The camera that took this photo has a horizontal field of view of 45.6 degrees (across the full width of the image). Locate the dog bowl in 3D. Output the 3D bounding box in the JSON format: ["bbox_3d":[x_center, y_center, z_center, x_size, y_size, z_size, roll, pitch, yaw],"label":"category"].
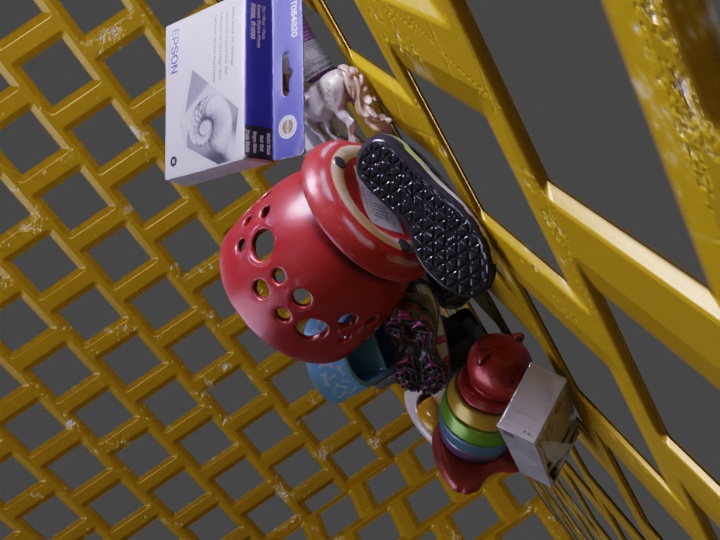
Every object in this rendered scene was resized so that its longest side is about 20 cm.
[{"bbox_3d":[0.000,0.093,1.088,0.200,0.049,0.112,-25,-84,-63],"label":"dog bowl"}]

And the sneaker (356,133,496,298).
[{"bbox_3d":[0.077,-0.065,0.866,0.200,0.072,0.083,55,-153,12],"label":"sneaker"}]

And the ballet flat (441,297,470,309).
[{"bbox_3d":[0.062,0.000,1.211,0.199,0.068,0.067,32,172,9],"label":"ballet flat"}]

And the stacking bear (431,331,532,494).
[{"bbox_3d":[0.157,0.160,1.054,0.114,0.121,0.201,51,146,36],"label":"stacking bear"}]

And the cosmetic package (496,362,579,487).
[{"bbox_3d":[0.212,0.185,1.000,0.050,0.083,0.200,22,163,27],"label":"cosmetic package"}]

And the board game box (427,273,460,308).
[{"bbox_3d":[0.071,-0.056,1.102,0.200,0.057,0.165,56,180,13],"label":"board game box"}]

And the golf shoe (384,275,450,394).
[{"bbox_3d":[0.078,0.080,1.065,0.201,0.072,0.092,80,-159,-50],"label":"golf shoe"}]

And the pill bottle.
[{"bbox_3d":[-0.094,-0.253,1.092,0.201,0.112,0.112,57,179,-9],"label":"pill bottle"}]

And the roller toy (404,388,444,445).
[{"bbox_3d":[0.169,0.222,1.404,0.182,0.140,0.200,34,-160,-18],"label":"roller toy"}]

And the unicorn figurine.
[{"bbox_3d":[-0.047,-0.186,1.000,0.199,0.074,0.138,-23,110,44],"label":"unicorn figurine"}]

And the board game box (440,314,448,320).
[{"bbox_3d":[0.127,0.104,1.261,0.199,0.047,0.151,27,173,12],"label":"board game box"}]

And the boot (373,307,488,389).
[{"bbox_3d":[0.113,0.149,1.166,0.132,0.200,0.070,50,-142,-11],"label":"boot"}]

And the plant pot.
[{"bbox_3d":[-0.025,-0.025,0.942,0.200,0.182,0.201,30,-142,-27],"label":"plant pot"}]

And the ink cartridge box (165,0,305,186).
[{"bbox_3d":[-0.150,-0.211,0.986,0.040,0.199,0.201,9,-104,-51],"label":"ink cartridge box"}]
